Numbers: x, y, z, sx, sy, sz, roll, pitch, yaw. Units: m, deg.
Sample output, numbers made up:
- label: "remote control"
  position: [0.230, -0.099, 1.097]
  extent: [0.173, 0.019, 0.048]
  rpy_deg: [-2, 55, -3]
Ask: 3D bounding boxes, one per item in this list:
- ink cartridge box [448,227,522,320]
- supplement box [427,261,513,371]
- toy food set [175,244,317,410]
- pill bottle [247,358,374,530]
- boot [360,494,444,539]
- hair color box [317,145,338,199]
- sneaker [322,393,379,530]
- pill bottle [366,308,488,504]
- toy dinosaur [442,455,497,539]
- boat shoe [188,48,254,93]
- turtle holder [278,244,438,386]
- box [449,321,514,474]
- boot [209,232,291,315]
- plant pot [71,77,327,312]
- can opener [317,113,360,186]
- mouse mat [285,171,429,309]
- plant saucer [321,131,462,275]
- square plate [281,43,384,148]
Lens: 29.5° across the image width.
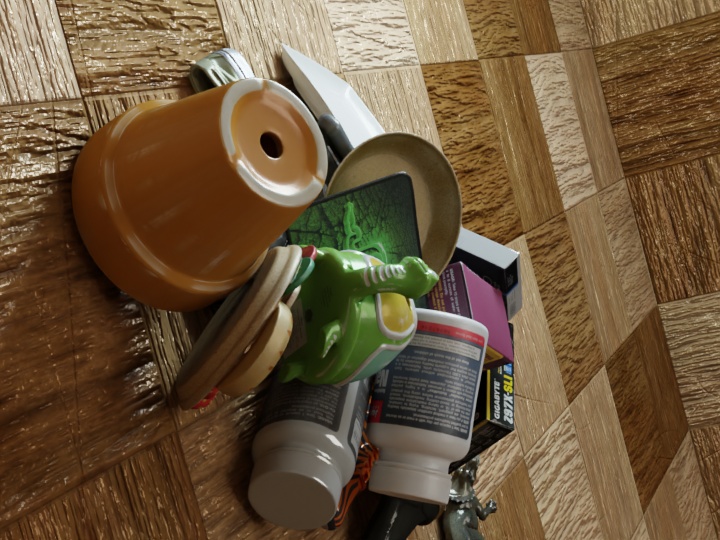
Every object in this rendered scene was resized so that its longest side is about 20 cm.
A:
- label: "ink cartridge box"
  position: [0.119, -0.015, 1.776]
  extent: [0.039, 0.199, 0.100]
  rpy_deg: [-43, 142, -28]
- label: "supplement box"
  position: [0.070, 0.080, 1.683]
  extent: [0.131, 0.199, 0.104]
  rpy_deg: [33, 44, -56]
- label: "toy food set"
  position: [-0.109, 0.055, 1.320]
  extent: [0.049, 0.200, 0.198]
  rpy_deg: [36, 50, -11]
- label: "pill bottle"
  position: [-0.054, 0.171, 1.470]
  extent: [0.114, 0.113, 0.201]
  rpy_deg: [60, 29, -33]
- label: "boot"
  position: [0.042, 0.316, 1.690]
  extent: [0.139, 0.077, 0.200]
  rpy_deg: [-65, 157, -21]
- label: "hair color box"
  position: [-0.016, -0.085, 1.760]
  extent: [0.200, 0.060, 0.100]
  rpy_deg: [19, 60, -64]
- label: "sneaker"
  position: [0.012, 0.212, 1.577]
  extent: [0.078, 0.111, 0.201]
  rpy_deg: [88, 9, -48]
- label: "pill bottle"
  position: [0.069, 0.152, 1.514]
  extent: [0.119, 0.119, 0.201]
  rpy_deg: [31, 67, -59]
- label: "toy dinosaur"
  position: [0.144, 0.360, 1.891]
  extent: [0.102, 0.077, 0.201]
  rpy_deg: [25, 60, -47]
- label: "boat shoe"
  position: [-0.125, -0.153, 1.523]
  extent: [0.062, 0.072, 0.201]
  rpy_deg: [-30, 86, -42]
- label: "turtle holder"
  position: [-0.008, 0.035, 1.408]
  extent: [0.131, 0.186, 0.141]
  rpy_deg: [6, 32, -34]
- label: "box"
  position: [0.126, 0.171, 1.777]
  extent: [0.049, 0.200, 0.160]
  rpy_deg: [23, 51, -22]
- label: "boot"
  position: [-0.147, -0.064, 1.442]
  extent: [0.175, 0.069, 0.200]
  rpy_deg: [63, 29, -31]
- label: "plant pot"
  position: [-0.134, -0.083, 1.262]
  extent: [0.199, 0.183, 0.201]
  rpy_deg: [20, 59, -37]
- label: "can opener"
  position: [-0.027, -0.119, 1.598]
  extent: [0.066, 0.053, 0.200]
  rpy_deg: [45, -6, 27]
- label: "mouse mat"
  position: [0.000, 0.000, 1.537]
  extent: [0.008, 0.160, 0.201]
  rpy_deg: [38, -37, 54]
- label: "plant saucer"
  position: [0.029, -0.061, 1.578]
  extent: [0.199, 0.035, 0.202]
  rpy_deg: [-7, 103, -33]
- label: "square plate"
  position: [-0.015, -0.192, 1.779]
  extent: [0.200, 0.028, 0.198]
  rpy_deg: [56, 16, 23]
